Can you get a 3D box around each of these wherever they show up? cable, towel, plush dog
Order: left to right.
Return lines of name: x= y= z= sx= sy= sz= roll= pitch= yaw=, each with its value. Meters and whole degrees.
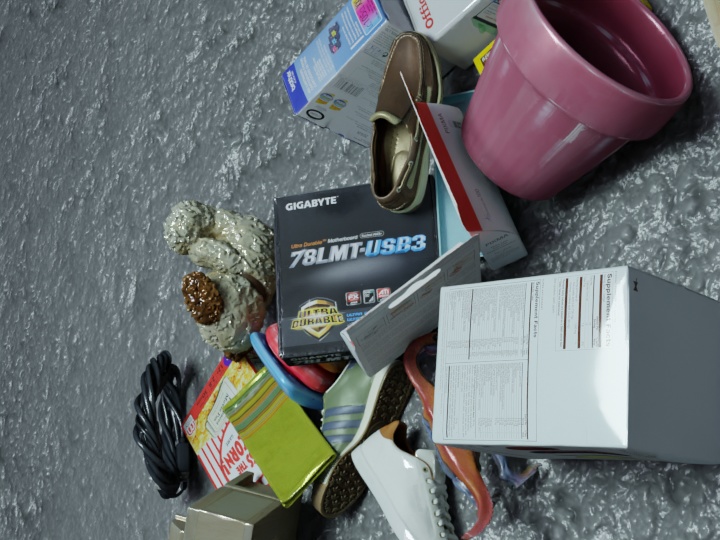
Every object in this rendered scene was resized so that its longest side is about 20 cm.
cable: x=-0.274 y=0.203 z=1.436 sx=0.050 sy=0.164 sz=0.203 roll=-9 pitch=68 yaw=7
plush dog: x=-0.154 y=0.022 z=1.328 sx=0.158 sy=0.201 sz=0.174 roll=-4 pitch=56 yaw=22
towel: x=-0.101 y=0.192 z=1.263 sx=0.086 sy=0.018 sz=0.200 roll=-47 pitch=38 yaw=1

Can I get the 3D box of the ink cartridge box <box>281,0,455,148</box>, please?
ink cartridge box: x=-0.001 y=-0.236 z=1.294 sx=0.200 sy=0.135 sz=0.077 roll=-43 pitch=51 yaw=28

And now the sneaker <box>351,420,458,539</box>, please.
sneaker: x=0.069 y=0.245 z=1.134 sx=0.085 sy=0.073 sz=0.201 roll=-43 pitch=58 yaw=8

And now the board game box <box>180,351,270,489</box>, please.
board game box: x=-0.144 y=0.214 z=1.374 sx=0.153 sy=0.046 sz=0.200 roll=-57 pitch=47 yaw=17

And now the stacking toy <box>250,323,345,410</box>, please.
stacking toy: x=-0.029 y=0.058 z=1.278 sx=0.200 sy=0.116 sz=0.110 roll=-48 pitch=52 yaw=9

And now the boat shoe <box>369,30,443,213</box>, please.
boat shoe: x=0.046 y=-0.169 z=1.176 sx=0.074 sy=0.074 sz=0.206 roll=0 pitch=86 yaw=30

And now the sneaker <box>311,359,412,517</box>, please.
sneaker: x=-0.013 y=0.180 z=1.243 sx=0.089 sy=0.067 sz=0.203 roll=32 pitch=97 yaw=47

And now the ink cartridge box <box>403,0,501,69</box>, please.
ink cartridge box: x=0.146 y=-0.355 z=1.218 sx=0.199 sy=0.083 sz=0.147 roll=-37 pitch=55 yaw=31

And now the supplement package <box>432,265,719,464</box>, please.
supplement package: x=0.201 y=0.094 z=0.959 sx=0.198 sy=0.190 sz=0.150 roll=-8 pitch=74 yaw=44

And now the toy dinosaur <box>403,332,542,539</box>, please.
toy dinosaur: x=0.102 y=0.149 z=1.083 sx=0.105 sy=0.200 sz=0.182 roll=-39 pitch=84 yaw=11

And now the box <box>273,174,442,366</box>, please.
box: x=0.000 y=0.000 z=1.223 sx=0.196 sy=0.050 sz=0.202 roll=-6 pitch=71 yaw=8

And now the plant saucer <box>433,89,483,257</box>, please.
plant saucer: x=0.120 y=-0.108 z=1.208 sx=0.069 sy=0.019 sz=0.204 roll=-8 pitch=70 yaw=18

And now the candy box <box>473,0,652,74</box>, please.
candy box: x=0.217 y=-0.257 z=1.162 sx=0.199 sy=0.026 sz=0.103 roll=-41 pitch=57 yaw=30

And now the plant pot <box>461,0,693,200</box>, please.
plant pot: x=0.198 y=-0.176 z=1.056 sx=0.180 sy=0.197 sz=0.202 roll=-53 pitch=46 yaw=41

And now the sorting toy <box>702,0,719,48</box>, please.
sorting toy: x=0.388 y=-0.343 z=0.983 sx=0.197 sy=0.069 sz=0.203 roll=-28 pitch=61 yaw=37

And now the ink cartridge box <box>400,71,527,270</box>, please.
ink cartridge box: x=0.108 y=-0.106 z=1.091 sx=0.047 sy=0.200 sz=0.162 roll=-24 pitch=67 yaw=8

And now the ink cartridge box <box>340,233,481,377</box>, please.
ink cartridge box: x=0.049 y=0.025 z=1.074 sx=0.160 sy=0.200 sz=0.050 roll=-37 pitch=70 yaw=-5

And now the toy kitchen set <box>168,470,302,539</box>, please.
toy kitchen set: x=-0.180 y=0.347 z=1.228 sx=0.160 sy=0.180 sz=0.204 roll=10 pitch=95 yaw=14
